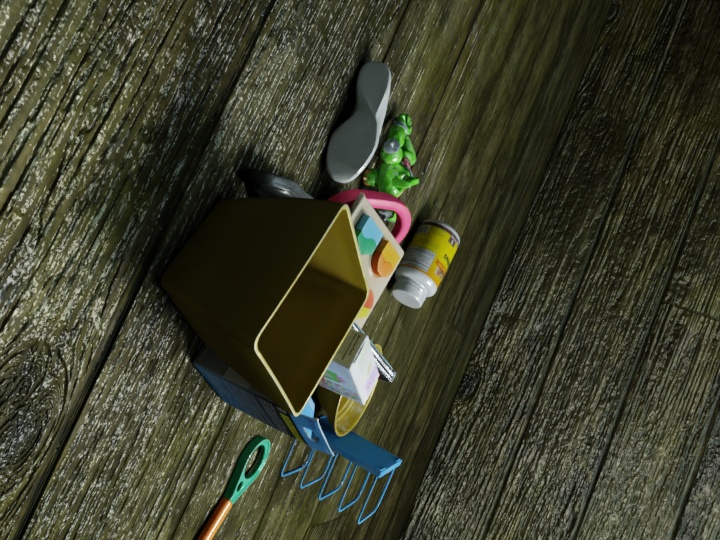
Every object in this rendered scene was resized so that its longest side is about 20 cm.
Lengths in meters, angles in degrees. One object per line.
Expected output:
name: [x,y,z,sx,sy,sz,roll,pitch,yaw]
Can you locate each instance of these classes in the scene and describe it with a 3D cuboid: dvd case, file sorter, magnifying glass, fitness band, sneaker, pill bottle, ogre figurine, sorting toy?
dvd case: [-0.047,0.101,0.998,0.201,0.145,0.022,54,55,-35]
file sorter: [-0.042,0.405,1.319,0.124,0.198,0.139,-67,159,3]
magnifying glass: [-0.216,0.379,1.111,0.201,0.022,0.080,-56,156,-29]
fitness band: [0.001,-0.070,1.111,0.198,0.037,0.145,1,125,-39]
sneaker: [-0.110,-0.066,0.906,0.200,0.059,0.105,26,81,-72]
pill bottle: [0.151,-0.015,1.529,0.201,0.108,0.110,-61,157,-21]
ogre figurine: [0.063,-0.178,1.184,0.201,0.097,0.120,-66,173,24]
sneaker: [0.006,-0.228,1.042,0.089,0.075,0.202,54,57,-79]
sorting toy: [0.000,0.000,1.065,0.186,0.036,0.200,-59,144,-17]

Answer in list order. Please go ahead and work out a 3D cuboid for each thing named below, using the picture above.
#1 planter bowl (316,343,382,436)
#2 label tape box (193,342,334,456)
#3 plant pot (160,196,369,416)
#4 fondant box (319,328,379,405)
planter bowl: [-0.036,0.232,1.333,0.201,0.083,0.202,-50,151,-41]
label tape box: [-0.120,0.173,0.906,0.066,0.198,0.144,-60,157,-26]
plant pot: [-0.121,0.025,0.799,0.201,0.175,0.201,-58,155,-26]
fondant box: [-0.078,0.114,0.959,0.059,0.198,0.145,-59,157,-24]
